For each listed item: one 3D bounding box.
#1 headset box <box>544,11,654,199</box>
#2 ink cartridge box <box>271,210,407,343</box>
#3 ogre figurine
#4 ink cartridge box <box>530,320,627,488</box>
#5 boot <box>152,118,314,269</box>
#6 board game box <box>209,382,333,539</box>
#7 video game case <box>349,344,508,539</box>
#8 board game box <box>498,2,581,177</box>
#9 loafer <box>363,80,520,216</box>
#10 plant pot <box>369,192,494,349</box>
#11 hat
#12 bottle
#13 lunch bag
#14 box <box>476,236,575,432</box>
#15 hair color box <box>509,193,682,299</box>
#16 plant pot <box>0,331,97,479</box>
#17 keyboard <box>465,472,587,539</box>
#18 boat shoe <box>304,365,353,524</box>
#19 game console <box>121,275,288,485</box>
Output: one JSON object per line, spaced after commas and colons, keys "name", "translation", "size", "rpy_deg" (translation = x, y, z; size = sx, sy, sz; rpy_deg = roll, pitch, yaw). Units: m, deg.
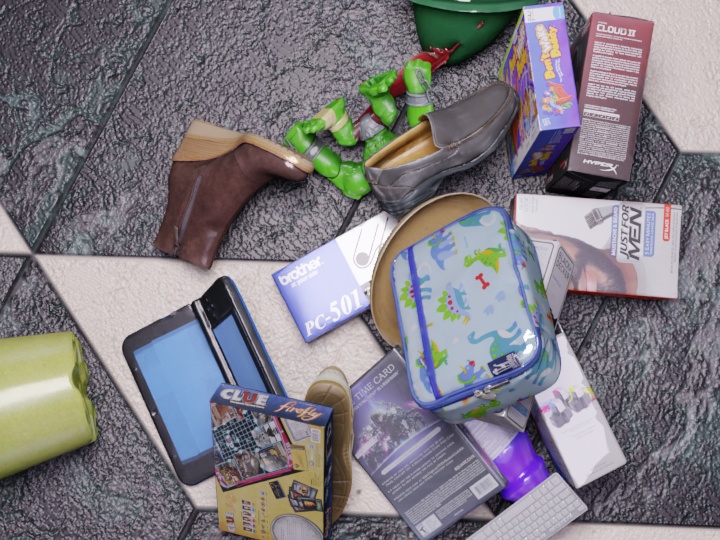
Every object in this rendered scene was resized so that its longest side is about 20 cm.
{"name": "headset box", "translation": [0.278, -0.196, 1.141], "size": [0.076, 0.149, 0.204], "rpy_deg": [9, 87, 1]}
{"name": "ink cartridge box", "translation": [0.000, 0.000, 1.184], "size": [0.198, 0.044, 0.095], "rpy_deg": [-29, 84, -1]}
{"name": "ogre figurine", "translation": [0.017, -0.158, 1.157], "size": [0.198, 0.098, 0.121], "rpy_deg": [-33, 112, 9]}
{"name": "ink cartridge box", "translation": [0.224, 0.140, 1.132], "size": [0.067, 0.115, 0.203], "rpy_deg": [-25, 85, -1]}
{"name": "boot", "translation": [-0.153, -0.081, 1.163], "size": [0.198, 0.072, 0.169], "rpy_deg": [18, 92, 31]}
{"name": "board game box", "translation": [-0.099, 0.227, 1.103], "size": [0.133, 0.035, 0.203], "rpy_deg": [11, 124, 12]}
{"name": "video game case", "translation": [0.059, 0.206, 1.145], "size": [0.143, 0.019, 0.201], "rpy_deg": [-42, 83, 30]}
{"name": "board game box", "translation": [0.200, -0.198, 1.113], "size": [0.044, 0.200, 0.137], "rpy_deg": [-6, 81, 0]}
{"name": "loafer", "translation": [0.091, -0.146, 1.082], "size": [0.199, 0.072, 0.073], "rpy_deg": [-41, 47, 0]}
{"name": "plant pot", "translation": [0.088, 0.001, 1.136], "size": [0.201, 0.200, 0.027], "rpy_deg": [-51, 42, -3]}
{"name": "hat", "translation": [0.114, -0.256, 1.197], "size": [0.197, 0.165, 0.179], "rpy_deg": [15, 119, 24]}
{"name": "bottle", "translation": [0.158, 0.208, 1.153], "size": [0.084, 0.065, 0.200], "rpy_deg": [-45, 86, 2]}
{"name": "lunch bag", "translation": [0.114, 0.048, 1.015], "size": [0.159, 0.082, 0.203], "rpy_deg": [-24, 54, 25]}
{"name": "box", "translation": [0.151, 0.062, 1.072], "size": [0.115, 0.060, 0.203], "rpy_deg": [8, 72, 37]}
{"name": "hair color box", "translation": [0.278, -0.027, 1.170], "size": [0.196, 0.064, 0.113], "rpy_deg": [4, 86, 3]}
{"name": "plant pot", "translation": [-0.406, 0.154, 1.124], "size": [0.181, 0.200, 0.204], "rpy_deg": [-13, 85, -11]}
{"name": "keyboard", "translation": [0.170, 0.312, 1.135], "size": [0.056, 0.011, 0.200], "rpy_deg": [45, 109, -7]}
{"name": "boat shoe", "translation": [-0.038, 0.207, 1.144], "size": [0.073, 0.067, 0.203], "rpy_deg": [11, 115, 3]}
{"name": "game console", "translation": [-0.180, 0.134, 1.147], "size": [0.117, 0.170, 0.202], "rpy_deg": [-24, 85, -27]}
